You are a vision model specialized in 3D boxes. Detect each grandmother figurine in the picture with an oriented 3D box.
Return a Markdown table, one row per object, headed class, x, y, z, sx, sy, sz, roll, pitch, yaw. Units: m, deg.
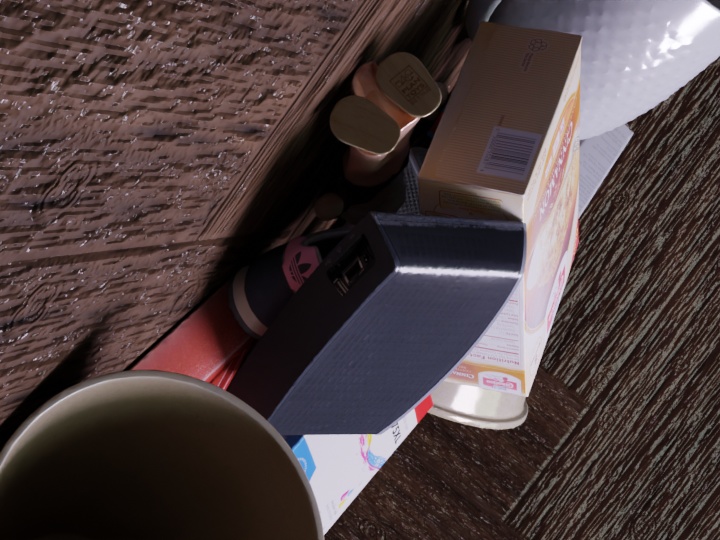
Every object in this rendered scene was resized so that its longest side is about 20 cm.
| class | x | y | z | sx | sy | sz | roll | pitch | yaw |
| --- | --- | --- | --- | --- | --- | --- | --- | --- | --- |
| grandmother figurine | 0.010 | -0.078 | 1.264 | 0.121 | 0.061 | 0.200 | -35 | 171 | -14 |

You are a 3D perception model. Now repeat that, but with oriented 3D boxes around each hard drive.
| class | x | y | z | sx | sy | sz | roll | pitch | yaw |
| --- | --- | --- | --- | --- | --- | --- | --- | --- | --- |
| hard drive | 0.011 | 0.040 | 1.232 | 0.135 | 0.042 | 0.200 | 3 | 142 | -36 |

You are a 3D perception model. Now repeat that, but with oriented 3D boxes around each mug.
| class | x | y | z | sx | sy | sz | roll | pitch | yaw |
| --- | --- | --- | --- | --- | --- | --- | --- | --- | --- |
| mug | 0.158 | -0.183 | 1.406 | 0.175 | 0.148 | 0.200 | -41 | 147 | 28 |

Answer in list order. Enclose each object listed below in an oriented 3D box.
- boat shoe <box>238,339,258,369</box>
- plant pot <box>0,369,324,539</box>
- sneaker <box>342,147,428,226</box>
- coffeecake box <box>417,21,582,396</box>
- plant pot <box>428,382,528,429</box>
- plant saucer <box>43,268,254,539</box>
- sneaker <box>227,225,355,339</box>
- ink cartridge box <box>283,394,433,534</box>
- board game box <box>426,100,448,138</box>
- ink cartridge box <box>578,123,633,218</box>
| class | x | y | z | sx | sy | sz | roll | pitch | yaw |
| --- | --- | --- | --- | --- | --- | --- | --- | --- | --- |
| boat shoe | -0.112 | 0.126 | 1.446 | 0.200 | 0.071 | 0.065 | -62 | -153 | 7 |
| plant pot | -0.143 | 0.172 | 1.096 | 0.187 | 0.187 | 0.200 | -49 | -175 | -30 |
| sneaker | 0.000 | 0.000 | 1.502 | 0.200 | 0.070 | 0.080 | -51 | 175 | -18 |
| coffeecake box | 0.097 | -0.039 | 1.324 | 0.200 | 0.073 | 0.154 | 84 | 22 | -48 |
| plant pot | 0.097 | 0.017 | 1.826 | 0.184 | 0.200 | 0.200 | -68 | 169 | 17 |
| plant saucer | -0.146 | 0.117 | 1.266 | 0.200 | 0.037 | 0.200 | -44 | 169 | -49 |
| sneaker | 0.008 | 0.001 | 1.294 | 0.082 | 0.070 | 0.200 | -29 | 172 | 41 |
| ink cartridge box | -0.016 | 0.091 | 1.393 | 0.200 | 0.067 | 0.116 | -48 | 148 | -23 |
| board game box | 0.157 | -0.194 | 1.617 | 0.196 | 0.056 | 0.200 | -56 | 172 | 27 |
| ink cartridge box | 0.120 | -0.022 | 1.607 | 0.200 | 0.047 | 0.198 | -56 | -171 | -31 |
